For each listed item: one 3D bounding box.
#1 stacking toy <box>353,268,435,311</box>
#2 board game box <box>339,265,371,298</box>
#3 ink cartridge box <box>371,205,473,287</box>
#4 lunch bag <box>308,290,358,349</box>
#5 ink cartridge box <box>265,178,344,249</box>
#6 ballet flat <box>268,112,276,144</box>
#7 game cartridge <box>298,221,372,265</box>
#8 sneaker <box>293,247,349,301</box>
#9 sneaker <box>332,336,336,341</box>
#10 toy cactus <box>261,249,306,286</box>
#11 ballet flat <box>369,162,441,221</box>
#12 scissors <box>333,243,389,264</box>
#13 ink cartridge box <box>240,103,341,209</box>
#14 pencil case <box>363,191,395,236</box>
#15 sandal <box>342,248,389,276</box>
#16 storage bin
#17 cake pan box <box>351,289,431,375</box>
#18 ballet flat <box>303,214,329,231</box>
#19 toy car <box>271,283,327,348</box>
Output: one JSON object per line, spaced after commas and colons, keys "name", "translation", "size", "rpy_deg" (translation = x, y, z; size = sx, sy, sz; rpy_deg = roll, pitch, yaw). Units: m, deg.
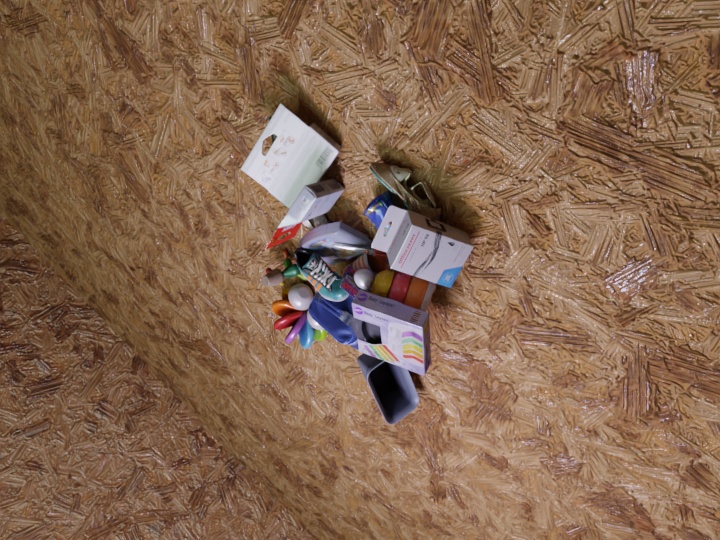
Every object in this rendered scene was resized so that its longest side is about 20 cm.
{"name": "stacking toy", "translation": [0.076, 0.044, 1.429], "size": [0.195, 0.148, 0.148], "rpy_deg": [24, 141, 1]}
{"name": "board game box", "translation": [0.034, 0.076, 1.483], "size": [0.198, 0.120, 0.032], "rpy_deg": [40, 101, -8]}
{"name": "ink cartridge box", "translation": [0.133, -0.051, 1.280], "size": [0.194, 0.067, 0.118], "rpy_deg": [17, 119, -18]}
{"name": "lunch bag", "translation": [-0.043, 0.106, 1.559], "size": [0.198, 0.138, 0.132], "rpy_deg": [34, -178, 33]}
{"name": "ink cartridge box", "translation": [-0.136, -0.129, 1.440], "size": [0.047, 0.160, 0.202], "rpy_deg": [40, 116, 7]}
{"name": "ballet flat", "translation": [-0.191, -0.294, 1.466], "size": [0.077, 0.062, 0.205], "rpy_deg": [-111, 17, -52]}
{"name": "game cartridge", "translation": [-0.076, -0.069, 1.543], "size": [0.130, 0.043, 0.197], "rpy_deg": [20, 156, -33]}
{"name": "sneaker", "translation": [-0.107, 0.008, 1.516], "size": [0.198, 0.072, 0.080], "rpy_deg": [33, 165, 36]}
{"name": "sneaker", "translation": [0.019, 0.165, 1.697], "size": [0.193, 0.088, 0.077], "rpy_deg": [2, 102, 15]}
{"name": "toy cactus", "translation": [-0.219, 0.000, 1.700], "size": [0.195, 0.163, 0.106], "rpy_deg": [-3, 102, 39]}
{"name": "ballet flat", "translation": [0.107, -0.185, 1.308], "size": [0.200, 0.071, 0.065], "rpy_deg": [44, 116, -2]}
{"name": "scissors", "translation": [0.029, -0.041, 1.477], "size": [0.193, 0.014, 0.075], "rpy_deg": [-2, 129, 15]}
{"name": "ink cartridge box", "translation": [-0.167, -0.270, 1.407], "size": [0.174, 0.045, 0.201], "rpy_deg": [37, 116, -7]}
{"name": "pencil case", "translation": [0.096, -0.094, 1.372], "size": [0.200, 0.078, 0.087], "rpy_deg": [46, 156, 0]}
{"name": "sandal", "translation": [0.005, 0.007, 1.566], "size": [0.080, 0.059, 0.205], "rpy_deg": [50, 142, -6]}
{"name": "storage bin", "translation": [0.078, 0.318, 1.731], "size": [0.134, 0.143, 0.204], "rpy_deg": [33, 151, 61]}
{"name": "cake pan box", "translation": [0.073, 0.148, 1.399], "size": [0.195, 0.053, 0.188], "rpy_deg": [18, 138, 23]}
{"name": "ballet flat", "translation": [-0.156, -0.180, 1.548], "size": [0.071, 0.072, 0.202], "rpy_deg": [-24, 105, 51]}
{"name": "toy car", "translation": [-0.193, 0.155, 1.813], "size": [0.200, 0.150, 0.175], "rpy_deg": [45, 142, 1]}
